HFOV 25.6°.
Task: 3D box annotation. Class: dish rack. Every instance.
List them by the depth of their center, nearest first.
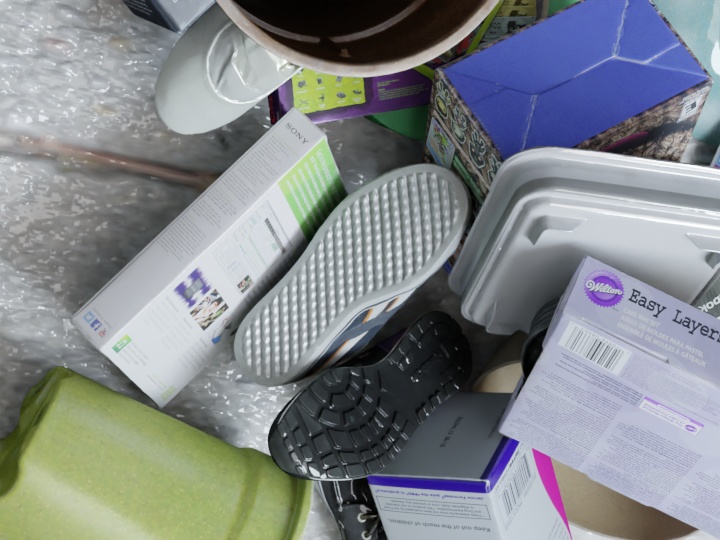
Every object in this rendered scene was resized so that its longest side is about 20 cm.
[{"bbox_3d":[0.154,-0.003,1.019,0.169,0.201,0.044,6,62,-8],"label":"dish rack"}]

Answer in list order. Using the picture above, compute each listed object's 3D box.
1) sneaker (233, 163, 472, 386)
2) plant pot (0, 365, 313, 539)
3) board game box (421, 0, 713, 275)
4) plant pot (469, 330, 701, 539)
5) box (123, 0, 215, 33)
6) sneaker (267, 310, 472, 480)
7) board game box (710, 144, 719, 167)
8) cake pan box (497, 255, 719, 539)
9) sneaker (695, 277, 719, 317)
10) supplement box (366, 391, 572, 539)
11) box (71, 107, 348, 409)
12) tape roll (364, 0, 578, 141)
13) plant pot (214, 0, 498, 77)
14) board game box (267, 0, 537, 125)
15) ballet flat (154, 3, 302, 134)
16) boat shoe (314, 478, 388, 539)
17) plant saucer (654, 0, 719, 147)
[{"bbox_3d":[0.000,0.000,1.087,0.199,0.079,0.079,-40,79,17],"label":"sneaker"},{"bbox_3d":[-0.161,0.167,1.056,0.183,0.200,0.202,34,89,-16],"label":"plant pot"},{"bbox_3d":[0.133,-0.079,1.097,0.158,0.097,0.201,-27,156,-15],"label":"board game box"},{"bbox_3d":[0.195,0.089,1.197,0.201,0.199,0.135,52,51,-26],"label":"plant pot"},{"bbox_3d":[-0.132,-0.275,0.982,0.148,0.107,0.201,-42,117,-8],"label":"box"},{"bbox_3d":[-0.006,0.101,1.116,0.199,0.087,0.076,-27,91,-47],"label":"sneaker"},{"bbox_3d":[0.342,-0.081,1.256,0.133,0.034,0.202,10,112,-31],"label":"board game box"},{"bbox_3d":[0.194,0.090,1.020,0.198,0.185,0.053,25,58,6],"label":"cake pan box"},{"bbox_3d":[0.230,-0.013,1.110,0.066,0.091,0.200,-35,158,7],"label":"sneaker"},{"bbox_3d":[0.091,0.199,1.170,0.101,0.102,0.202,-52,132,-47],"label":"supplement box"},{"bbox_3d":[-0.091,-0.004,1.066,0.200,0.036,0.145,-43,159,-8],"label":"box"},{"bbox_3d":[0.059,-0.193,1.122,0.198,0.048,0.203,-6,106,-22],"label":"tape roll"},{"bbox_3d":[-0.033,-0.220,0.870,0.198,0.198,0.203,-6,106,-22],"label":"plant pot"},{"bbox_3d":[0.028,-0.172,1.072,0.198,0.032,0.122,-12,111,-21],"label":"board game box"},{"bbox_3d":[-0.043,-0.155,0.995,0.199,0.069,0.070,-37,115,-11],"label":"ballet flat"},{"bbox_3d":[0.013,0.194,1.195,0.069,0.066,0.202,-19,111,-18],"label":"boat shoe"},{"bbox_3d":[0.315,-0.193,1.241,0.198,0.039,0.204,-7,107,-23],"label":"plant saucer"}]
